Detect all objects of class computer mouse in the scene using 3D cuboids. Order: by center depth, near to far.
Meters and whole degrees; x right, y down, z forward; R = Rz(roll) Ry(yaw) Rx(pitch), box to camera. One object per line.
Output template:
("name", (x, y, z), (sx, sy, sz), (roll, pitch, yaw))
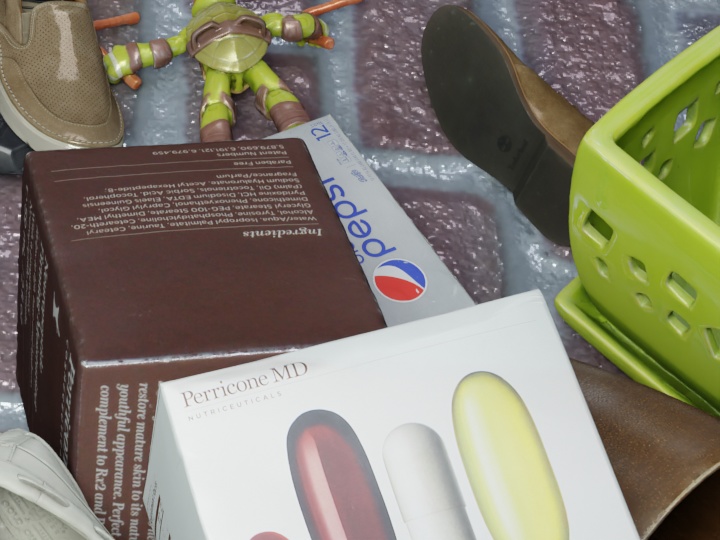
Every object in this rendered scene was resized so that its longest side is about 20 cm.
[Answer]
("computer mouse", (-0.197, -0.065, 1.373), (0.199, 0.034, 0.059), (21, 30, 0))

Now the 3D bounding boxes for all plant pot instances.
("plant pot", (0.098, 0.122, 1.192), (0.200, 0.188, 0.187), (35, 52, 30))
("plant pot", (0.243, -0.011, 1.315), (0.199, 0.182, 0.200), (39, 54, 21))

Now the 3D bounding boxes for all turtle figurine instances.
("turtle figurine", (-0.075, -0.139, 1.431), (0.199, 0.065, 0.162), (-8, 53, -18))

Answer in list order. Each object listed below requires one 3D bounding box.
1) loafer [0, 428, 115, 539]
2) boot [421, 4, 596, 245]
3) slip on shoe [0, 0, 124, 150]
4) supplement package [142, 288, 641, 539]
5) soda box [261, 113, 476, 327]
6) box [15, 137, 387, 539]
("loafer", (-0.129, 0.168, 1.051), (0.070, 0.070, 0.200), (-38, 97, 8))
("boot", (0.113, -0.098, 1.447), (0.075, 0.074, 0.200), (-11, 56, -43))
("slip on shoe", (-0.197, -0.146, 1.397), (0.076, 0.061, 0.200), (5, 41, -27))
("supplement package", (0.019, 0.145, 0.998), (0.190, 0.147, 0.201), (-14, 67, -15))
("soda box", (0.000, 0.000, 1.332), (0.068, 0.064, 0.200), (-22, 59, -26))
("box", (-0.092, 0.049, 1.177), (0.163, 0.167, 0.200), (-3, 35, -16))
